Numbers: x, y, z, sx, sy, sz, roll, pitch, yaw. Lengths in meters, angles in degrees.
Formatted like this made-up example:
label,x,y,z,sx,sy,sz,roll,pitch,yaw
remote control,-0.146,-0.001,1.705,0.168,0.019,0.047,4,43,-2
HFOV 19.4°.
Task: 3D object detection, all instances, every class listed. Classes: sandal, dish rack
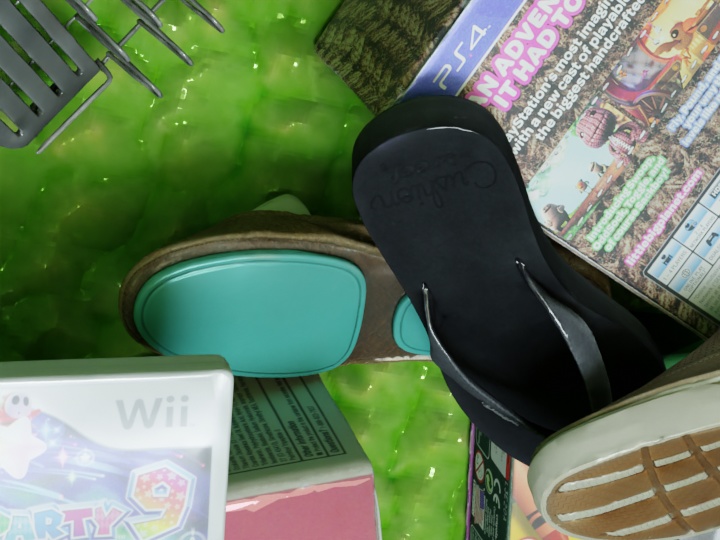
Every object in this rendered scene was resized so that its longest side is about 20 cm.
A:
label,x,y,z,sx,sy,sz,roll,pitch,yaw
sandal,0.054,0.022,0.771,0.076,0.043,0.200,-24,130,19
dish rack,-0.077,-0.125,0.715,0.200,0.055,0.153,-46,148,-5

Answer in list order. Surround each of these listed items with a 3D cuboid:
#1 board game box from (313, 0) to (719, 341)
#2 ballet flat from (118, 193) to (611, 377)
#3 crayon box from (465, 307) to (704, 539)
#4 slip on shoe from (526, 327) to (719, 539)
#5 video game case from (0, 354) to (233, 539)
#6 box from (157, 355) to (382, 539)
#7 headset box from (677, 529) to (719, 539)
label,x,y,z,sx,sy,sz,roll,pitch,yaw
board game box,0.114,-0.085,0.807,0.200,0.097,0.160,33,99,-25
ballet flat,0.000,0.000,0.821,0.199,0.072,0.068,-1,127,-17
crayon box,0.135,0.117,0.916,0.172,0.058,0.201,-5,112,-15
slip on shoe,0.150,0.042,0.781,0.199,0.061,0.076,-19,142,-10
video game case,-0.119,0.126,0.723,0.143,0.018,0.201,-1,111,-16
box,-0.101,0.111,0.803,0.199,0.128,0.109,-9,114,-13
headset box,0.218,0.143,0.873,0.199,0.075,0.149,10,104,-17
